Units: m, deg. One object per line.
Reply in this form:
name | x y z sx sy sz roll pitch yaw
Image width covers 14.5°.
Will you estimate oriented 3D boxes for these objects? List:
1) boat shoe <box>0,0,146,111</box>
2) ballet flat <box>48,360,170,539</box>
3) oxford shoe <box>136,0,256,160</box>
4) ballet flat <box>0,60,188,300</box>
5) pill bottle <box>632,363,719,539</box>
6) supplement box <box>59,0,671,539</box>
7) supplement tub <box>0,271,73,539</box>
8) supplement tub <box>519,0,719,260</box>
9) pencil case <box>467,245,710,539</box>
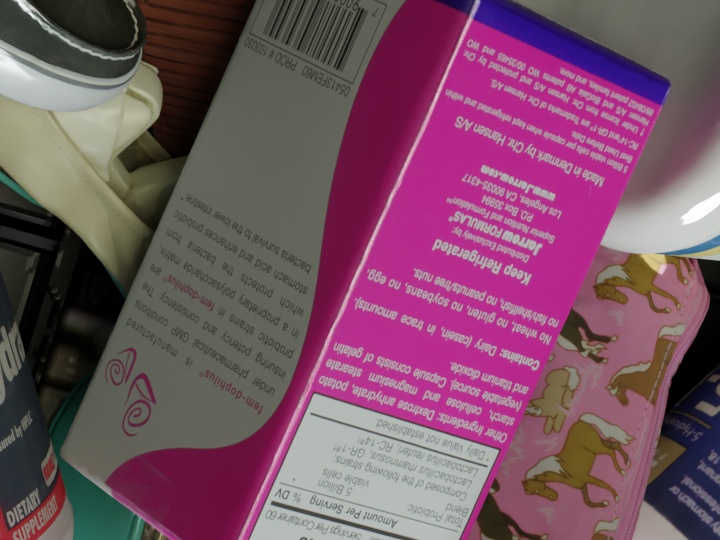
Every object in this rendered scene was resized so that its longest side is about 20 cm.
boat shoe | -0.129 -0.120 0.868 0.200 0.056 0.069 40 41 -36
ballet flat | -0.093 0.127 1.015 0.065 0.070 0.201 11 99 -50
oxford shoe | -0.033 -0.124 0.975 0.071 0.074 0.201 15 122 7
ballet flat | -0.079 -0.036 0.975 0.069 0.069 0.200 -46 116 -8
pill bottle | 0.149 0.104 1.068 0.200 0.120 0.120 -41 112 -11
supplement box | 0.000 0.000 0.927 0.103 0.101 0.201 21 96 -43
supplement tub | -0.182 0.022 0.909 0.140 0.140 0.201 -20 107 -17
supplement tub | 0.160 -0.072 1.008 0.200 0.144 0.145 6 98 -42
pencil case | 0.065 0.070 1.006 0.086 0.083 0.200 27 57 -12
